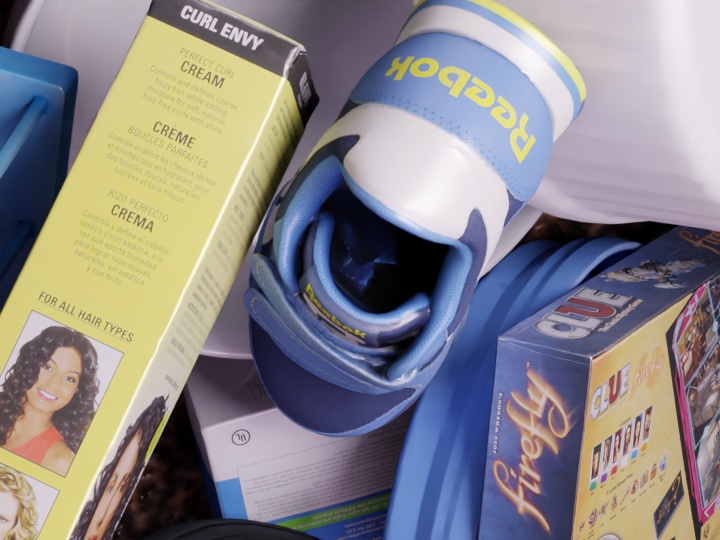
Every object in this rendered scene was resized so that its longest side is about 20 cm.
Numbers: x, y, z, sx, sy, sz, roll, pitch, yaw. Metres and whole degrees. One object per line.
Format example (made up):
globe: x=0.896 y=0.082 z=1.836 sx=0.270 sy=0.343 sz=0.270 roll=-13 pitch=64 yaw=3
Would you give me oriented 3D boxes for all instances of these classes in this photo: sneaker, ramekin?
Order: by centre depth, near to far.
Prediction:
sneaker: x=0.000 y=0.000 z=0.874 sx=0.074 sy=0.082 sz=0.200 roll=28 pitch=144 yaw=3
ramekin: x=0.119 y=-0.105 z=0.889 sx=0.200 sy=0.097 sz=0.202 roll=-14 pitch=112 yaw=-40

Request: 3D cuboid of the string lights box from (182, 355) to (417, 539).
string lights box: x=-0.001 y=0.105 z=1.079 sx=0.102 sy=0.059 sz=0.201 roll=-15 pitch=128 yaw=-7

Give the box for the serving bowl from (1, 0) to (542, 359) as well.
serving bowl: x=-0.026 y=-0.070 z=0.941 sx=0.199 sy=0.066 sz=0.201 roll=-10 pitch=127 yaw=-13

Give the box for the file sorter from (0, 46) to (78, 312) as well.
file sorter: x=-0.181 y=0.032 z=0.888 sx=0.138 sy=0.123 sz=0.201 roll=16 pitch=127 yaw=7

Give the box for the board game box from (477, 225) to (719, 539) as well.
board game box: x=0.096 y=0.065 z=0.996 sx=0.034 sy=0.200 sz=0.136 roll=12 pitch=108 yaw=24

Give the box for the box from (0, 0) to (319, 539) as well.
box: x=-0.076 y=0.021 z=0.842 sx=0.050 sy=0.075 sz=0.201 roll=24 pitch=84 yaw=6

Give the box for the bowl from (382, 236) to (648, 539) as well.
bowl: x=0.062 y=0.085 z=1.022 sx=0.039 sy=0.201 sz=0.202 roll=12 pitch=132 yaw=24

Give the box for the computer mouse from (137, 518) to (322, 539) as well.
computer mouse: x=-0.090 y=0.123 z=0.945 sx=0.199 sy=0.046 sz=0.140 roll=-33 pitch=171 yaw=-25
